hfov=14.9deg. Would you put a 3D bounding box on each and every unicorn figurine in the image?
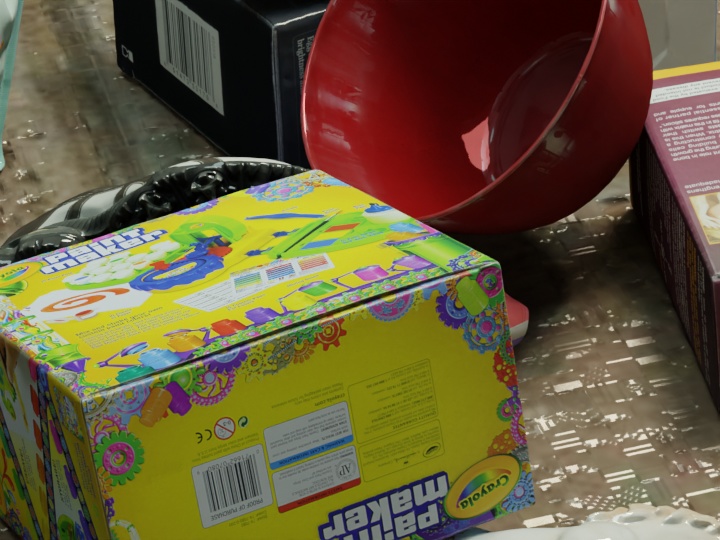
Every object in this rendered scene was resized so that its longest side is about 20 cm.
[{"bbox_3d":[0.082,0.140,1.193,0.199,0.074,0.137,8,24,26],"label":"unicorn figurine"}]

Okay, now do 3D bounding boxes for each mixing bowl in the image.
[{"bbox_3d":[0.077,-0.097,1.430,0.199,0.108,0.201,-22,55,34],"label":"mixing bowl"}]

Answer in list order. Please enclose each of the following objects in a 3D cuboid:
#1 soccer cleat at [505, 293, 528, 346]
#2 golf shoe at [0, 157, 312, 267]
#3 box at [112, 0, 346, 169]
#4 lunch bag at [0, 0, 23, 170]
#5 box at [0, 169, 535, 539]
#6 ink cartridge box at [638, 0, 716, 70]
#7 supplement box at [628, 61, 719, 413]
[{"bbox_3d":[0.000,0.000,1.431,0.073,0.069,0.200,-2,22,-43],"label":"soccer cleat"},{"bbox_3d":[-0.104,-0.024,1.421,0.199,0.078,0.095,-14,21,13],"label":"golf shoe"},{"bbox_3d":[-0.016,-0.158,1.606,0.199,0.118,0.197,-21,38,-27],"label":"box"},{"bbox_3d":[-0.275,-0.156,1.521,0.169,0.201,0.122,11,17,10],"label":"lunch bag"},{"bbox_3d":[-0.058,0.055,1.251,0.199,0.123,0.192,-18,22,-21],"label":"box"},{"bbox_3d":[0.145,-0.200,1.654,0.067,0.117,0.200,-13,35,-13],"label":"ink cartridge box"},{"bbox_3d":[0.210,-0.024,1.414,0.110,0.086,0.200,-9,34,-3],"label":"supplement box"}]
